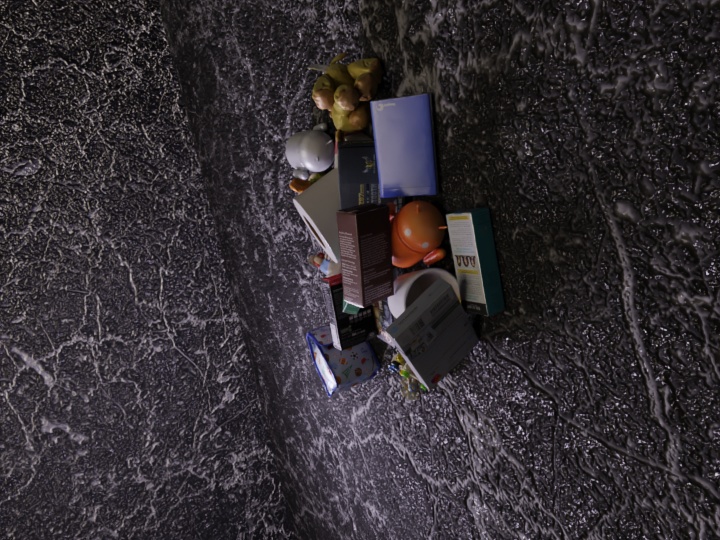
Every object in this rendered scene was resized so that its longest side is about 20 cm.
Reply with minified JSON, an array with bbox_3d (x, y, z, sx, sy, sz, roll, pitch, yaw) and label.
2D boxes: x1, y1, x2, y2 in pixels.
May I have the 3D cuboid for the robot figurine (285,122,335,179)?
[{"bbox_3d":[-0.143,-0.344,1.519,0.199,0.111,0.173,21,90,59],"label":"robot figurine"}]

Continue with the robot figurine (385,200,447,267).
[{"bbox_3d":[0.111,-0.080,1.162,0.200,0.114,0.147,-41,62,62],"label":"robot figurine"}]

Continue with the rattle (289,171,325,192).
[{"bbox_3d":[-0.168,-0.209,1.627,0.131,0.142,0.199,54,147,-2],"label":"rattle"}]

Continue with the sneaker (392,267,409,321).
[{"bbox_3d":[0.117,0.095,1.317,0.104,0.059,0.204,138,116,-67],"label":"sneaker"}]

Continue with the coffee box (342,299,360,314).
[{"bbox_3d":[0.000,0.000,1.308,0.202,0.043,0.125,114,161,-48],"label":"coffee box"}]

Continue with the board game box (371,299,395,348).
[{"bbox_3d":[0.050,0.119,1.493,0.199,0.034,0.139,23,125,58],"label":"board game box"}]

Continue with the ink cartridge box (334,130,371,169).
[{"bbox_3d":[0.008,-0.260,1.317,0.200,0.066,0.118,47,144,43],"label":"ink cartridge box"}]

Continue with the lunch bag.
[{"bbox_3d":[-0.058,0.255,1.636,0.202,0.167,0.125,62,149,23],"label":"lunch bag"}]

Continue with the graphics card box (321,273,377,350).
[{"bbox_3d":[-0.029,0.105,1.460,0.051,0.123,0.205,9,113,58],"label":"graphics card box"}]

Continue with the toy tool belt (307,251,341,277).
[{"bbox_3d":[-0.062,-0.040,1.561,0.199,0.123,0.125,33,102,49],"label":"toy tool belt"}]

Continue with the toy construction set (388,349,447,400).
[{"bbox_3d":[0.137,0.258,1.345,0.129,0.093,0.201,28,151,4],"label":"toy construction set"}]

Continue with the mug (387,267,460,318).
[{"bbox_3d":[0.135,0.086,1.193,0.153,0.146,0.191,-172,74,-70],"label":"mug"}]

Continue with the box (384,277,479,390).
[{"bbox_3d":[0.152,0.134,1.079,0.041,0.156,0.201,39,168,49],"label":"box"}]

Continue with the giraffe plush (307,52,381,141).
[{"bbox_3d":[-0.032,-0.394,1.249,0.199,0.172,0.164,35,157,38],"label":"giraffe plush"}]

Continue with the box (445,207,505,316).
[{"bbox_3d":[0.227,-0.018,1.043,0.082,0.048,0.205,8,112,63],"label":"box"}]

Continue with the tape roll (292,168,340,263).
[{"bbox_3d":[-0.066,-0.141,1.373,0.204,0.138,0.203,54,173,9],"label":"tape roll"}]

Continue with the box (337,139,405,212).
[{"bbox_3d":[0.026,-0.196,1.216,0.051,0.154,0.204,-100,8,-62],"label":"box"}]

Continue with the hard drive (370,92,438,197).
[{"bbox_3d":[0.094,-0.261,1.117,0.129,0.025,0.205,1,110,25],"label":"hard drive"}]

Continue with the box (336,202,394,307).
[{"bbox_3d":[0.011,-0.035,1.133,0.074,0.099,0.205,16,116,46],"label":"box"}]
